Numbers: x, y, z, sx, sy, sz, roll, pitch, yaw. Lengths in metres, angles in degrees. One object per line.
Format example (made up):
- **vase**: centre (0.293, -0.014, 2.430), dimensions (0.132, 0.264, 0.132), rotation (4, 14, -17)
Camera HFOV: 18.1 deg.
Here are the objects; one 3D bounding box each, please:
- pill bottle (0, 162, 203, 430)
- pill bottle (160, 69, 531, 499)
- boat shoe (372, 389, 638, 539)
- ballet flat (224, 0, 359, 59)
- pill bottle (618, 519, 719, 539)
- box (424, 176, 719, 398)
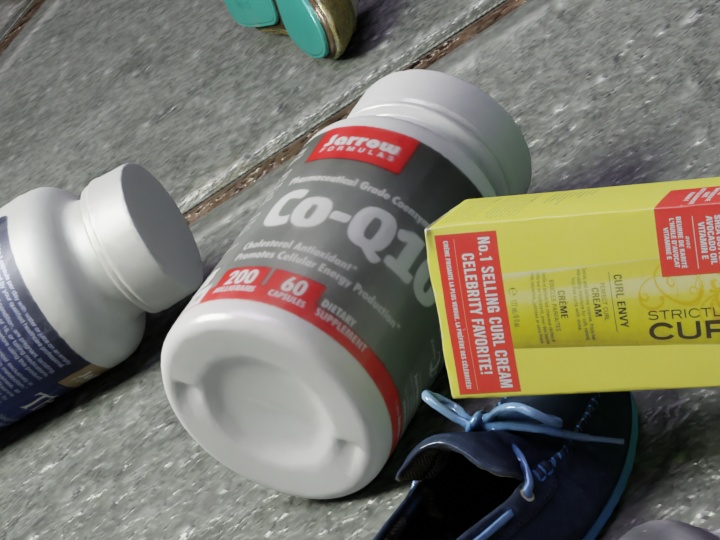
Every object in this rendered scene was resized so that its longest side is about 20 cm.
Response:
- **pill bottle**: centre (-0.194, 0.022, 1.289), dimensions (0.200, 0.111, 0.111), rotation (-29, 24, 16)
- **pill bottle**: centre (0.000, 0.000, 1.058), dimensions (0.114, 0.114, 0.200), rotation (-14, 31, 41)
- **boat shoe**: centre (0.051, 0.088, 0.873), dimensions (0.084, 0.069, 0.200), rotation (-17, 27, 37)
- **ballet flat**: centre (-0.036, -0.190, 1.550), dimensions (0.071, 0.071, 0.200), rotation (-40, 23, -10)
- **pill bottle**: centre (0.079, 0.147, 0.675), dimensions (0.200, 0.106, 0.106), rotation (-38, 23, -8)
- **box**: centre (0.128, 0.004, 0.849), dimensions (0.200, 0.075, 0.050), rotation (-3, 13, 25)
